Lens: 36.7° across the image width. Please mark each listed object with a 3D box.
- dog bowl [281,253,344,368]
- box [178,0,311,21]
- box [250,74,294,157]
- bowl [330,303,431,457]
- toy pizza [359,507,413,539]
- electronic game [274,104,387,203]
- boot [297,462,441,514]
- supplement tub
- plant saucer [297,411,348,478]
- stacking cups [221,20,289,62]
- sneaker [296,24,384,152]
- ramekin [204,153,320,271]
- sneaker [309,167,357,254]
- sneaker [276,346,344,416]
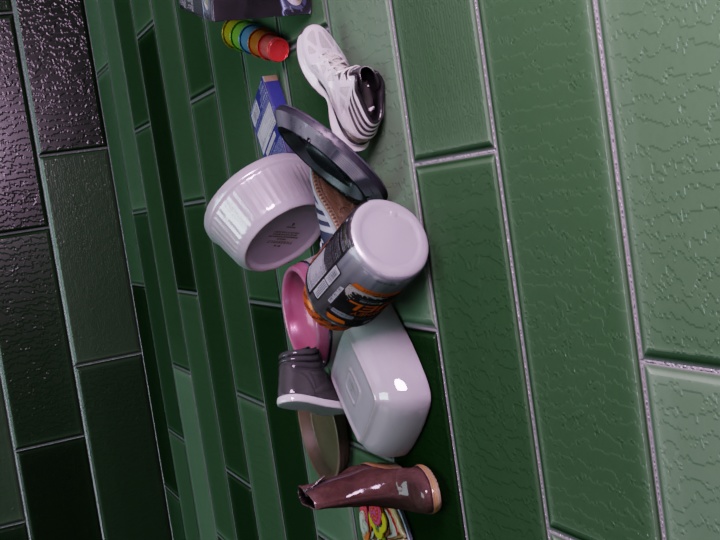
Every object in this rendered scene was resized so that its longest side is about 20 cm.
[{"bbox_3d":[-0.069,0.069,1.781,0.200,0.073,0.202,169,90,-68],"label":"dog bowl"},{"bbox_3d":[-0.188,-0.454,1.723,0.200,0.163,0.087,-143,48,-58],"label":"box"},{"bbox_3d":[-0.143,-0.222,1.888,0.121,0.032,0.201,123,134,-60],"label":"box"},{"bbox_3d":[0.020,0.167,1.609,0.200,0.074,0.201,108,143,-51],"label":"bowl"},{"bbox_3d":[0.036,0.439,1.743,0.200,0.032,0.202,169,90,-68],"label":"toy pizza"},{"bbox_3d":[-0.041,-0.161,1.522,0.200,0.042,0.200,39,174,5],"label":"electronic game"},{"bbox_3d":[0.012,0.328,1.573,0.200,0.165,0.073,-179,79,-68],"label":"boot"},{"bbox_3d":[0.000,0.000,1.488,0.200,0.122,0.123,-49,55,54],"label":"supplement tub"},{"bbox_3d":[-0.065,0.276,1.923,0.200,0.029,0.202,169,90,-69],"label":"plant saucer"},{"bbox_3d":[-0.180,-0.391,1.872,0.200,0.060,0.061,-139,44,-55],"label":"stacking cups"},{"bbox_3d":[-0.016,-0.279,1.524,0.115,0.075,0.202,-43,68,55],"label":"sneaker"},{"bbox_3d":[-0.142,-0.085,1.746,0.094,0.201,0.203,53,148,25],"label":"ramekin"},{"bbox_3d":[-0.041,-0.076,1.653,0.201,0.070,0.109,69,154,18],"label":"sneaker"},{"bbox_3d":[-0.060,0.173,1.712,0.070,0.200,0.100,-15,69,31],"label":"sneaker"}]
